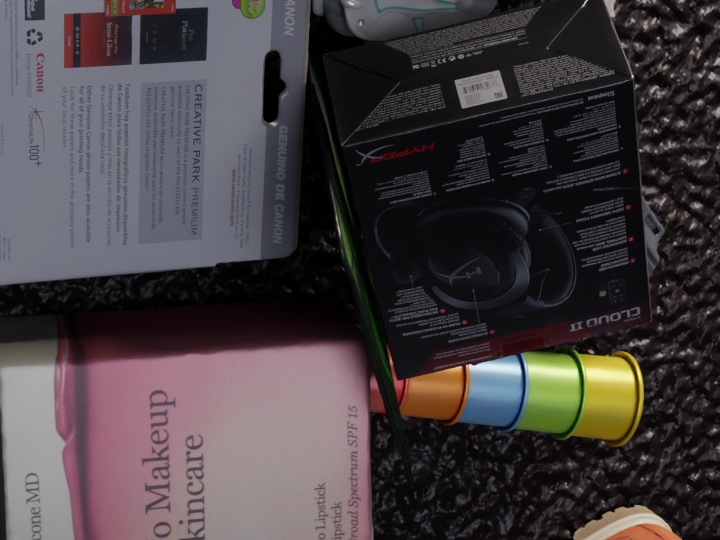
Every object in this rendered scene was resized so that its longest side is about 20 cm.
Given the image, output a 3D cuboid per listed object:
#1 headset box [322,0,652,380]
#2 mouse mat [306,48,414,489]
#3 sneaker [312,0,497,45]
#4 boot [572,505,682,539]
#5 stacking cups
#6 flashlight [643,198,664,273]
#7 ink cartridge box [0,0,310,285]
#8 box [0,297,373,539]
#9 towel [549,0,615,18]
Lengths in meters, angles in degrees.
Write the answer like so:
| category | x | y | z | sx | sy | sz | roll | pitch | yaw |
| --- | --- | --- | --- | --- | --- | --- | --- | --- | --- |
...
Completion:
| category | x | y | z | sx | sy | sz | roll | pitch | yaw |
| --- | --- | --- | --- | --- | --- | --- | --- | --- | --- |
| headset box | 0.072 | -0.033 | 0.956 | 0.147 | 0.078 | 0.201 | -13 | 137 | 2 |
| mouse mat | 0.000 | 0.000 | 0.960 | 0.007 | 0.162 | 0.201 | -13 | 136 | 2 |
| sneaker | 0.005 | -0.165 | 0.936 | 0.080 | 0.070 | 0.200 | -47 | 143 | -1 |
| boot | 0.132 | 0.229 | 1.136 | 0.199 | 0.107 | 0.075 | -32 | 116 | -10 |
| stacking cups | 0.072 | 0.070 | 1.100 | 0.198 | 0.060 | 0.061 | 7 | 102 | -19 |
| flashlight | 0.109 | -0.053 | 1.049 | 0.200 | 0.067 | 0.068 | 49 | 46 | -44 |
| ink cartridge box | -0.120 | -0.104 | 0.926 | 0.174 | 0.084 | 0.202 | -4 | 117 | -18 |
| box | -0.100 | 0.092 | 0.980 | 0.198 | 0.109 | 0.129 | -4 | 102 | -14 |
| towel | 0.096 | -0.241 | 0.992 | 0.200 | 0.034 | 0.133 | 51 | 44 | -27 |
